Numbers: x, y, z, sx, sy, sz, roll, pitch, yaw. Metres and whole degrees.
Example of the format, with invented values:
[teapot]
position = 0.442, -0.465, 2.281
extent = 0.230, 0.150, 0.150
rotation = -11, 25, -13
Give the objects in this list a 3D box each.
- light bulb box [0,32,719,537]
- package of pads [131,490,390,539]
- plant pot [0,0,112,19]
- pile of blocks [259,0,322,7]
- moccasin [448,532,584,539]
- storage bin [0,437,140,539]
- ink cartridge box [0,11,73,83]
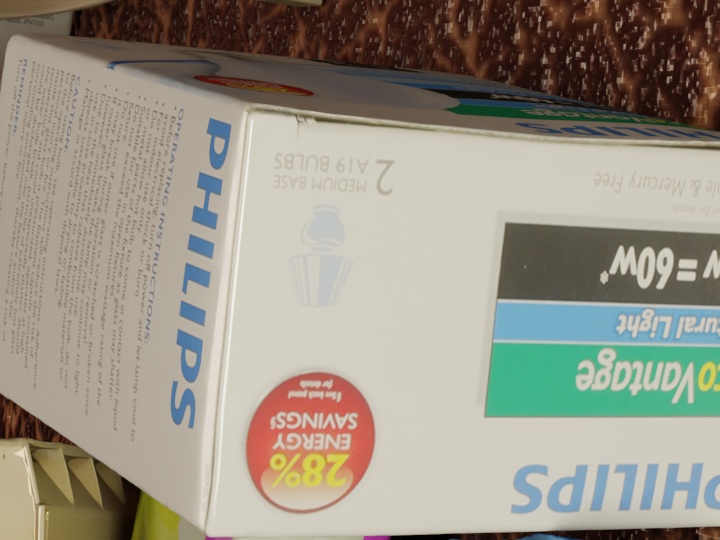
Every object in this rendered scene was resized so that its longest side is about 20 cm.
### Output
[light bulb box]
position = 0.000, 0.000, 0.756
extent = 0.200, 0.197, 0.126
rotation = 21, 106, 59
[package of pads]
position = -0.047, 0.120, 0.939
extent = 0.155, 0.068, 0.201
rotation = -124, 45, -63
[plant pot]
position = -0.191, -0.249, 1.149
extent = 0.187, 0.186, 0.201
rotation = -22, 68, 59
[pile of blocks]
position = -0.068, -0.197, 1.051
extent = 0.082, 0.062, 0.201
rotation = -62, 37, 36
[moccasin]
position = 0.072, 0.125, 0.736
extent = 0.200, 0.080, 0.069
rotation = 147, 140, -74
[storage bin]
position = -0.158, 0.178, 1.026
extent = 0.200, 0.093, 0.200
rotation = 36, -126, -78
[ink cartridge box]
position = -0.232, -0.100, 1.316
extent = 0.144, 0.083, 0.201
rotation = 28, 111, 60
